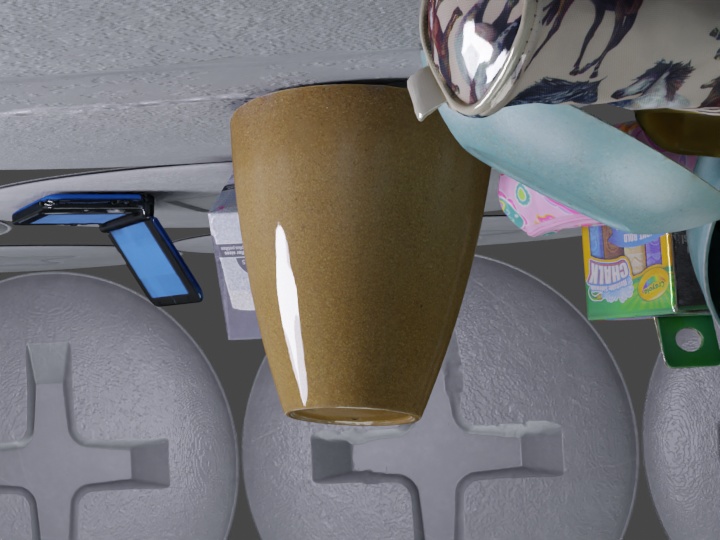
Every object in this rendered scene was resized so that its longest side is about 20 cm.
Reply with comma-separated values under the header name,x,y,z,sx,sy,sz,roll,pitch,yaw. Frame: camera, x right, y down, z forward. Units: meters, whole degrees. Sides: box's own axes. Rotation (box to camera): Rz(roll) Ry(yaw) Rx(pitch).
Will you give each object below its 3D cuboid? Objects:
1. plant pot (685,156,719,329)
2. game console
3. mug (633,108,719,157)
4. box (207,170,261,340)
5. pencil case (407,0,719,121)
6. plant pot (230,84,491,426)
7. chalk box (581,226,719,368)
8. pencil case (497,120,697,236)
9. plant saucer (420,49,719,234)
name,x,y,z,sx,sy,sz,roll,pitch,yaw
plant pot,0.303,-0.048,0.988,0.198,0.202,0.134,-2,-152,-9
game console,-0.282,-0.018,1.617,0.169,0.120,0.200,-2,177,-24
mug,0.251,-0.066,0.760,0.186,0.150,0.153,-26,162,17
box,-0.025,-0.021,1.336,0.198,0.133,0.115,-3,-156,9
pencil case,0.114,-0.098,0.599,0.199,0.078,0.089,-1,155,-35
plant pot,0.000,0.000,0.996,0.185,0.202,0.186,1,167,0
chalk box,0.277,-0.016,1.283,0.123,0.202,0.124,-1,177,-29
pencil case,0.195,-0.074,1.210,0.087,0.088,0.200,-1,179,-27
plant saucer,0.115,-0.063,0.835,0.200,0.039,0.201,27,-178,-1
